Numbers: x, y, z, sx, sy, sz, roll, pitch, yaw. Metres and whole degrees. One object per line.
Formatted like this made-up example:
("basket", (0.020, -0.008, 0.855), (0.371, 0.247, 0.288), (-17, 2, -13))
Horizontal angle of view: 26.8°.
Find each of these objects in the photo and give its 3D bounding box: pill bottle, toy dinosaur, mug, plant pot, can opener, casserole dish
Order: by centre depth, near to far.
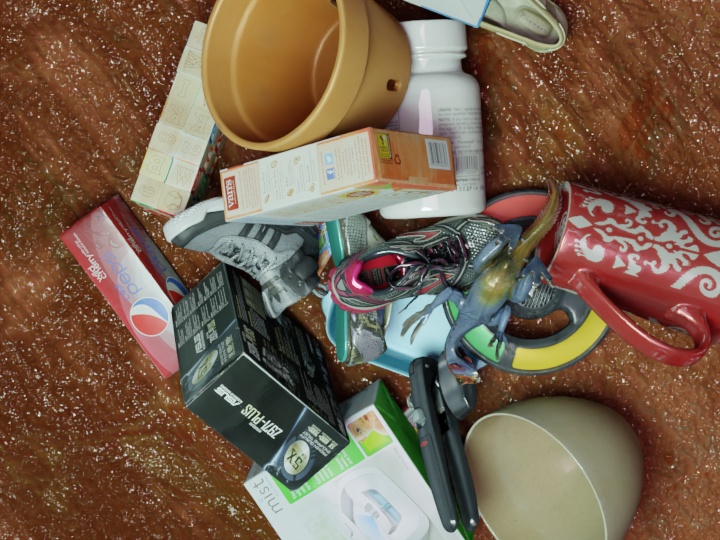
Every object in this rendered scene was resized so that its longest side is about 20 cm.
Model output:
("plant pot", (-0.044, -0.210, 1.516), (0.199, 0.140, 0.202), (-6, 81, 41))
("mug", (0.290, -0.006, 1.547), (0.199, 0.178, 0.134), (17, 112, -7))
("toy dinosaur", (0.142, 0.034, 1.558), (0.105, 0.200, 0.182), (43, 148, 11))
("pill bottle", (0.071, -0.157, 1.583), (0.114, 0.114, 0.202), (-3, 94, 8))
("can opener", (0.088, 0.182, 1.613), (0.063, 0.079, 0.201), (6, 65, -22))
("plant pot", (0.228, 0.216, 1.634), (0.200, 0.134, 0.201), (29, 133, 37))
("casserole dish", (0.055, 0.052, 1.679), (0.199, 0.039, 0.122), (19, 105, 3))

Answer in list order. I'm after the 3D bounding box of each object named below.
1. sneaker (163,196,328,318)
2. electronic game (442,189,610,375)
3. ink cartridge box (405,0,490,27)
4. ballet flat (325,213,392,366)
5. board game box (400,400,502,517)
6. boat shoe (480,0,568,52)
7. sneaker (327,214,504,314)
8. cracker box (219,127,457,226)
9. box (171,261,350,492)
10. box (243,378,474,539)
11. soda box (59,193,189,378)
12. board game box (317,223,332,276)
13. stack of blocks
("sneaker", (-0.110, -0.012, 1.577), (0.075, 0.199, 0.114), (-34, 67, 39))
("electronic game", (0.184, 0.013, 1.628), (0.199, 0.042, 0.202), (0, 90, -4))
("ink cartridge box", (0.100, -0.349, 1.528), (0.115, 0.201, 0.068), (22, 142, 1))
("ballet flat", (0.000, 0.000, 1.626), (0.072, 0.072, 0.202), (-6, 88, 9))
("board game box", (0.040, 0.263, 1.730), (0.200, 0.040, 0.153), (-41, 95, 14))
("boat shoe", (0.126, -0.288, 1.574), (0.200, 0.063, 0.073), (32, 105, -1))
("sneaker", (0.067, -0.005, 1.565), (0.199, 0.075, 0.081), (-21, 86, -16))
("cracker box", (-0.023, -0.090, 1.503), (0.199, 0.134, 0.058), (-13, 82, 37))
("box", (-0.108, 0.109, 1.594), (0.086, 0.200, 0.164), (-41, 119, 11))
("box", (0.001, 0.255, 1.664), (0.176, 0.097, 0.201), (-31, 98, 11))
("soda box", (-0.246, 0.017, 1.692), (0.063, 0.070, 0.200), (-34, 97, 16))
("board game box", (-0.048, -0.094, 1.666), (0.103, 0.019, 0.201), (29, 105, 1))
("stack of blocks", (-0.178, -0.153, 1.618), (0.058, 0.115, 0.201), (20, 87, 1))
